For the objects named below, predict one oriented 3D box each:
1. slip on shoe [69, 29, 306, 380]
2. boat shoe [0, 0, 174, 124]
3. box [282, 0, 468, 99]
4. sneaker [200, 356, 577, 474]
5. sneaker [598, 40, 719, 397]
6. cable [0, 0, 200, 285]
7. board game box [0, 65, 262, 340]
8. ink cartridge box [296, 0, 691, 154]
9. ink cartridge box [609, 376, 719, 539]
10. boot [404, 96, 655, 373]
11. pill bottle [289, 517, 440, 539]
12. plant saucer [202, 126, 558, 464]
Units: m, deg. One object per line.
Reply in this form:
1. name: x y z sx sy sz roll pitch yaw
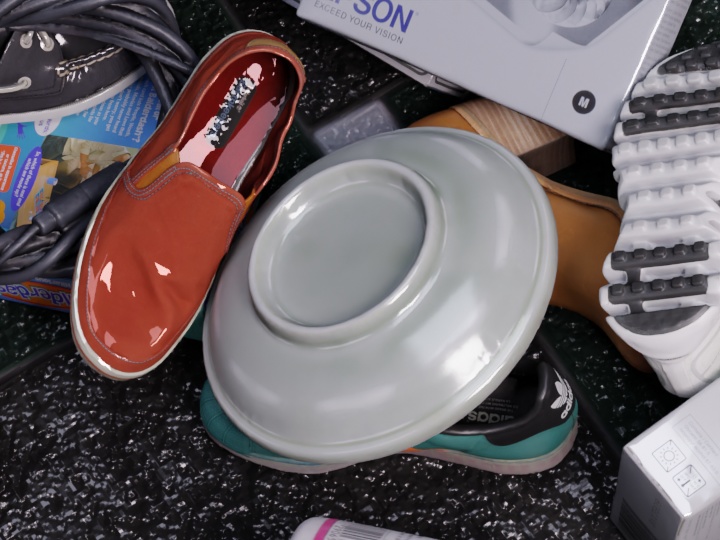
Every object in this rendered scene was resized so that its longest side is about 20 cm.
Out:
1. slip on shoe: -0.089 -0.036 1.271 0.074 0.061 0.200 31 82 -15
2. boat shoe: -0.201 -0.123 1.351 0.199 0.060 0.074 -14 59 -2
3. box: -0.002 -0.196 1.394 0.200 0.060 0.117 34 99 21
4. sneaker: 0.012 0.060 1.267 0.199 0.080 0.072 1 64 7
5. sneaker: 0.166 -0.028 1.229 0.075 0.081 0.200 -2 53 27
6. cable: -0.171 -0.074 1.296 0.199 0.051 0.164 1 84 -12
7. board game box: -0.157 -0.053 1.369 0.199 0.045 0.153 12 63 13
8. ink cartridge box: 0.089 -0.189 1.301 0.199 0.041 0.201 25 95 22
9. ink cartridge box: 0.218 0.067 1.224 0.200 0.109 0.050 -35 70 -13
10. boot: 0.068 0.003 1.304 0.154 0.074 0.200 -26 56 -5
11. pill bottle: 0.058 0.191 1.174 0.199 0.113 0.114 10 63 12
12. plant saucer: 0.000 0.000 1.244 0.200 0.050 0.201 -16 51 21
